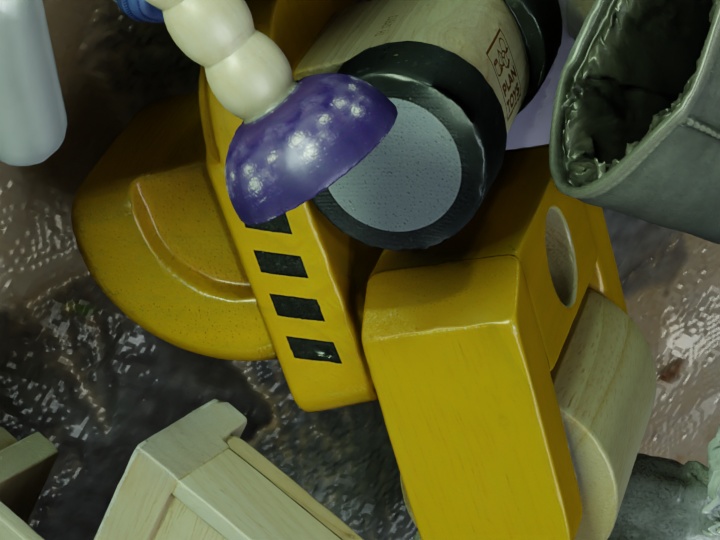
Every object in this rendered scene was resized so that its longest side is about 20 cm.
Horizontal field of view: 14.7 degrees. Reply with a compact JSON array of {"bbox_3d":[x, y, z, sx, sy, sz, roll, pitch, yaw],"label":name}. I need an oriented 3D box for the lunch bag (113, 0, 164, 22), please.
[{"bbox_3d":[-0.024,-0.173,0.783,0.161,0.082,0.200,-26,143,-51],"label":"lunch bag"}]

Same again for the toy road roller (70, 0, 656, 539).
[{"bbox_3d":[0.000,0.000,0.889,0.123,0.146,0.200,-60,135,-59],"label":"toy road roller"}]

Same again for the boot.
[{"bbox_3d":[0.133,-0.012,0.905,0.200,0.073,0.182,11,97,-54],"label":"boot"}]

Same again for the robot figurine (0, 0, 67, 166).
[{"bbox_3d":[-0.162,-0.060,0.732,0.200,0.170,0.113,94,5,-55],"label":"robot figurine"}]

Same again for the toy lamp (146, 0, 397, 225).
[{"bbox_3d":[-0.069,-0.103,0.711,0.058,0.058,0.200,-40,105,-14],"label":"toy lamp"}]

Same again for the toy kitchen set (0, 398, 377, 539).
[{"bbox_3d":[-0.062,0.099,0.955,0.180,0.163,0.200,-31,154,-52],"label":"toy kitchen set"}]

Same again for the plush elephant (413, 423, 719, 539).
[{"bbox_3d":[0.096,0.152,0.968,0.200,0.165,0.155,117,-9,-68],"label":"plush elephant"}]

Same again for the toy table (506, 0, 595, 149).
[{"bbox_3d":[0.125,-0.089,0.988,0.200,0.117,0.184,-39,137,-16],"label":"toy table"}]
